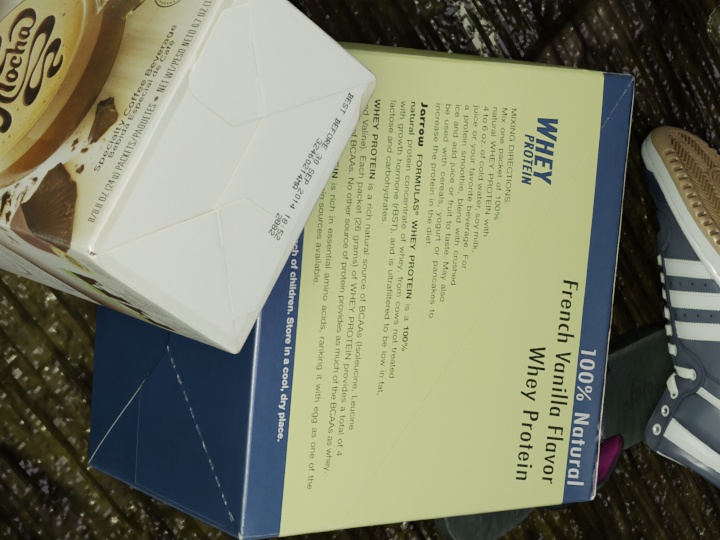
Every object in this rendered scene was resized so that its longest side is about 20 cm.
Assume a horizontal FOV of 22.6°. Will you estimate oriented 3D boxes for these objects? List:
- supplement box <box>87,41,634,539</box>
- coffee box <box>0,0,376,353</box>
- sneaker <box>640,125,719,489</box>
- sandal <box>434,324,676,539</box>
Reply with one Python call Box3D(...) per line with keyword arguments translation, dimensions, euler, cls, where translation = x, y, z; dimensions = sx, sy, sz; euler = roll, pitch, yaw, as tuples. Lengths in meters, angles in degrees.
Box3D(translation=(0.000, 0.000, 0.810), dimensions=(0.198, 0.134, 0.203), euler=(-1, 99, -37), cls="supplement box")
Box3D(translation=(-0.103, -0.053, 0.681), dimensions=(0.080, 0.199, 0.114), euler=(36, 76, -39), cls="coffee box")
Box3D(translation=(0.186, 0.027, 0.982), dimensions=(0.070, 0.109, 0.201), euler=(-4, 58, -45), cls="sneaker")
Box3D(translation=(0.120, 0.084, 0.971), dimensions=(0.199, 0.048, 0.076), euler=(-28, 115, -31), cls="sandal")
